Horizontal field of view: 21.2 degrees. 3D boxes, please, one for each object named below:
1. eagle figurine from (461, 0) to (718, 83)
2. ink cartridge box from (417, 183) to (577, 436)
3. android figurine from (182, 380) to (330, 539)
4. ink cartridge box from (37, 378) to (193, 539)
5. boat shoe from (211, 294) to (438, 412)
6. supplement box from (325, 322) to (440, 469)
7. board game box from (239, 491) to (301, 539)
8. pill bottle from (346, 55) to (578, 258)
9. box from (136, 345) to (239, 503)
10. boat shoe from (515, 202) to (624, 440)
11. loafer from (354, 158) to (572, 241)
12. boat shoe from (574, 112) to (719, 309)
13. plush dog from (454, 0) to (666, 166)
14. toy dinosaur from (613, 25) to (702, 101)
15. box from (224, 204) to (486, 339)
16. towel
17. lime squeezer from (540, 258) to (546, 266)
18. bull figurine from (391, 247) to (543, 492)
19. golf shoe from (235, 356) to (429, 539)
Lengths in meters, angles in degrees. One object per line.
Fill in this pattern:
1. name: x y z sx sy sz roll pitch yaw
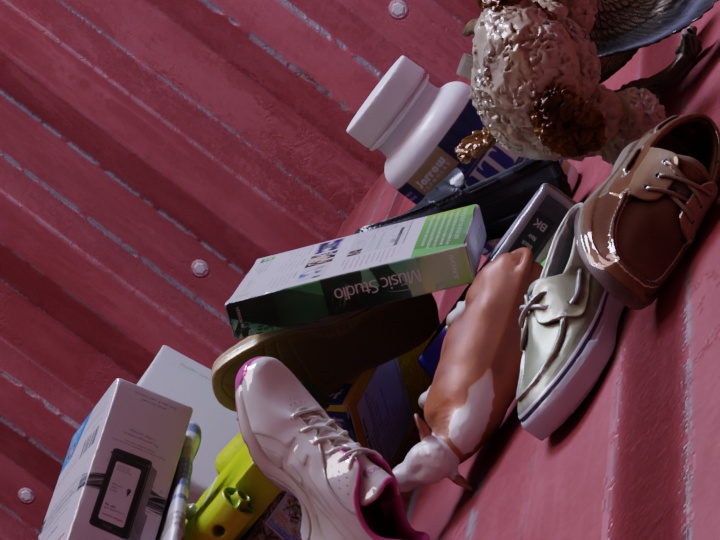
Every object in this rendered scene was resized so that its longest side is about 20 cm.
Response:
1. eagle figurine: 0.209 -0.216 1.650 0.152 0.200 0.151 -117 30 -51
2. ink cartridge box: 0.097 0.037 1.581 0.200 0.043 0.198 -55 -3 -11
3. android figurine: -0.100 0.176 1.503 0.200 0.041 0.182 -49 7 21
4. ink cartridge box: -0.198 0.197 1.449 0.116 0.068 0.200 -49 21 50
5. boat shoe: -0.035 0.059 1.604 0.200 0.074 0.069 -19 26 -14
6. supplement box: -0.013 0.094 1.698 0.109 0.109 0.200 1 36 25
7. board game box: -0.078 0.262 1.500 0.159 0.097 0.200 -47 8 49
8. pill bottle: 0.092 -0.106 1.802 0.120 0.200 0.120 -53 6 8
9. box: -0.164 0.218 1.845 0.171 0.199 0.200 -61 2 27
10. boat shoe: 0.137 0.033 1.306 0.072 0.062 0.200 -48 9 43
11. loafer: 0.088 -0.055 1.711 0.200 0.070 0.068 -15 -11 0
12. boat shoe: 0.196 -0.048 1.276 0.072 0.076 0.200 -47 10 35
13. plush dog: 0.132 -0.151 1.481 0.160 0.200 0.172 -27 -16 4
14. toy dinosaur: 0.235 -0.145 1.715 0.101 0.058 0.200 -39 4 -37
15. box: 0.000 0.000 1.564 0.200 0.036 0.144 -15 12 12
16. towel: -0.161 0.221 1.462 0.147 0.024 0.200 -59 15 26
17. lime squeezer: 0.144 0.022 1.443 0.071 0.038 0.200 -53 7 2
18. bull figurine: 0.081 0.078 1.411 0.200 0.065 0.121 -63 5 -9
19. golf shoe: -0.017 0.140 1.371 0.075 0.200 0.092 -17 -17 -49
